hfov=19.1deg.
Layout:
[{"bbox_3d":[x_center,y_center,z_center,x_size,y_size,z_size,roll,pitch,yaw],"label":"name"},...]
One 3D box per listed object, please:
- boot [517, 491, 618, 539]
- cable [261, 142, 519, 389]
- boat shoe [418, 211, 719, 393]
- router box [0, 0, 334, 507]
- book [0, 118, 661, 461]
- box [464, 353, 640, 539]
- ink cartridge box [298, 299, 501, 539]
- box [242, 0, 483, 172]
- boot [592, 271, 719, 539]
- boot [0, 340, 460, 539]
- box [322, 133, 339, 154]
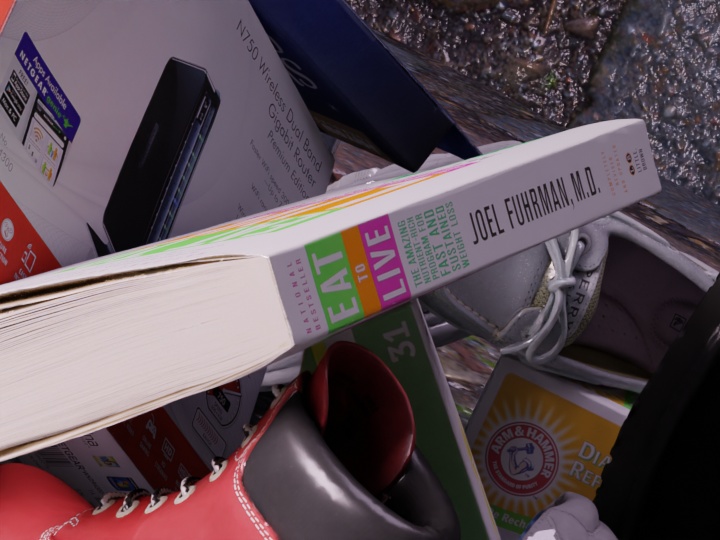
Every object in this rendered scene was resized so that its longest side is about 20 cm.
[{"bbox_3d":[0.059,0.133,0.645,0.096,0.074,0.200,45,19,3],"label":"boot"},{"bbox_3d":[0.000,0.000,0.966,0.199,0.070,0.200,-11,9,41],"label":"cable"},{"bbox_3d":[0.100,0.012,0.862,0.201,0.075,0.065,24,5,-36],"label":"boat shoe"},{"bbox_3d":[-0.087,-0.033,0.730,0.049,0.180,0.200,-1,-37,26],"label":"router box"},{"bbox_3d":[-0.012,0.000,0.647,0.133,0.048,0.200,-14,4,37],"label":"book"},{"bbox_3d":[0.102,0.088,0.962,0.112,0.102,0.200,25,11,6],"label":"box"},{"bbox_3d":[0.020,0.083,0.730,0.048,0.146,0.200,-19,11,1],"label":"ink cartridge box"},{"bbox_3d":[-0.040,-0.102,0.855,0.200,0.032,0.121,43,-10,-38],"label":"box"},{"bbox_3d":[0.159,0.105,0.752,0.157,0.212,0.079,23,29,12],"label":"boot"},{"bbox_3d":[-0.047,0.070,0.620,0.072,0.145,0.200,13,14,-38],"label":"boot"},{"bbox_3d":[-0.119,-0.115,1.297,0.199,0.118,0.197,23,12,-11],"label":"box"}]
